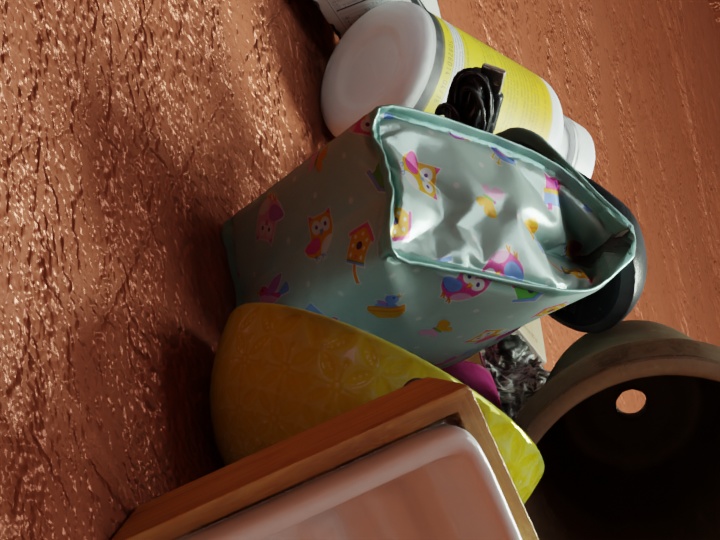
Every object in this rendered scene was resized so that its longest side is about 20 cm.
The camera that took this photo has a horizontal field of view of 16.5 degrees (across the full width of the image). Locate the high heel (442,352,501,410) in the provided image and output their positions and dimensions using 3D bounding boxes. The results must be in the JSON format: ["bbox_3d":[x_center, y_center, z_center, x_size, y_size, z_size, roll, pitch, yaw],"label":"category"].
[{"bbox_3d":[0.060,0.035,1.663,0.067,0.096,0.200,21,9,-27],"label":"high heel"}]

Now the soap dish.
[{"bbox_3d":[-0.011,0.153,1.273,0.081,0.200,0.157,-112,177,-62],"label":"soap dish"}]

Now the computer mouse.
[{"bbox_3d":[0.121,-0.035,1.590,0.053,0.200,0.139,-9,126,-39],"label":"computer mouse"}]

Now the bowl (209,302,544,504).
[{"bbox_3d":[-0.009,0.115,1.381,0.108,0.200,0.200,-63,147,-18],"label":"bowl"}]

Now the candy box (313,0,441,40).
[{"bbox_3d":[-0.015,-0.266,1.813,0.200,0.072,0.168,51,22,-54],"label":"candy box"}]

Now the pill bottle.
[{"bbox_3d":[0.076,-0.109,1.809,0.200,0.112,0.112,26,46,-36],"label":"pill bottle"}]

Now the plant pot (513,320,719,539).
[{"bbox_3d":[0.175,0.112,1.531,0.175,0.200,0.200,-94,163,-68],"label":"plant pot"}]

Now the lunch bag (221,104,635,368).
[{"bbox_3d":[0.045,-0.007,1.497,0.200,0.170,0.122,9,61,-35],"label":"lunch bag"}]

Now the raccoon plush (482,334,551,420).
[{"bbox_3d":[0.062,0.125,1.782,0.097,0.134,0.200,63,-19,15],"label":"raccoon plush"}]

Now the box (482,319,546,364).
[{"bbox_3d":[0.082,-0.023,1.924,0.095,0.078,0.200,45,33,-59],"label":"box"}]
